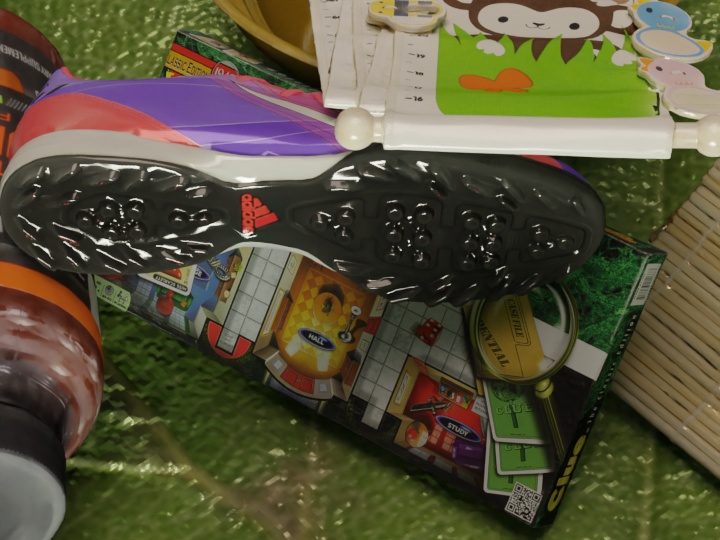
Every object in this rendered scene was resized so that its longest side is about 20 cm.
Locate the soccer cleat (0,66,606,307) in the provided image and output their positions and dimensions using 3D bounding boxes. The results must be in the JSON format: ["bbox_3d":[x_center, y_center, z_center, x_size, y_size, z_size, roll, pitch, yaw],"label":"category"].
[{"bbox_3d":[-0.018,-0.036,0.909,0.199,0.068,0.073,3,43,2],"label":"soccer cleat"}]

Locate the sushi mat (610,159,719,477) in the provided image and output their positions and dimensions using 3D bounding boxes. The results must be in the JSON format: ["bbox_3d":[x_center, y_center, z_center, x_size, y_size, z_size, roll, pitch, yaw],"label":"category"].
[{"bbox_3d":[0.167,0.046,0.926,0.200,0.012,0.096,40,94,30],"label":"sushi mat"}]

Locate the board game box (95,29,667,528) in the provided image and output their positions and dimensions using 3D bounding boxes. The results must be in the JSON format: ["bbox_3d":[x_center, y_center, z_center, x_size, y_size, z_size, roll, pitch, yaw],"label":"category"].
[{"bbox_3d":[0.000,0.000,0.961,0.200,0.023,0.105,26,99,23],"label":"board game box"}]

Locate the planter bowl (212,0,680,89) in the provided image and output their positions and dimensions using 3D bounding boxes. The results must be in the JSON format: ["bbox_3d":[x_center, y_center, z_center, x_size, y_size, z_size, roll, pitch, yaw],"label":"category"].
[{"bbox_3d":[0.029,-0.110,1.050,0.200,0.084,0.201,1,48,-1],"label":"planter bowl"}]

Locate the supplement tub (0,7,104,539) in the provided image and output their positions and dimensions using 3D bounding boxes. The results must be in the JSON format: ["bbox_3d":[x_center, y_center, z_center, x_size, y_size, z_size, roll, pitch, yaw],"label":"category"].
[{"bbox_3d":[-0.145,0.006,0.952,0.107,0.107,0.200,-8,50,-4],"label":"supplement tub"}]

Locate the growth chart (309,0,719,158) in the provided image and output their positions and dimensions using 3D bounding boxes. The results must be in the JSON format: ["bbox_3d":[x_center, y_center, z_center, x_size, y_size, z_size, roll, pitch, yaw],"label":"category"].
[{"bbox_3d":[0.045,-0.085,0.928,0.144,0.018,0.200,-4,31,-8],"label":"growth chart"}]
